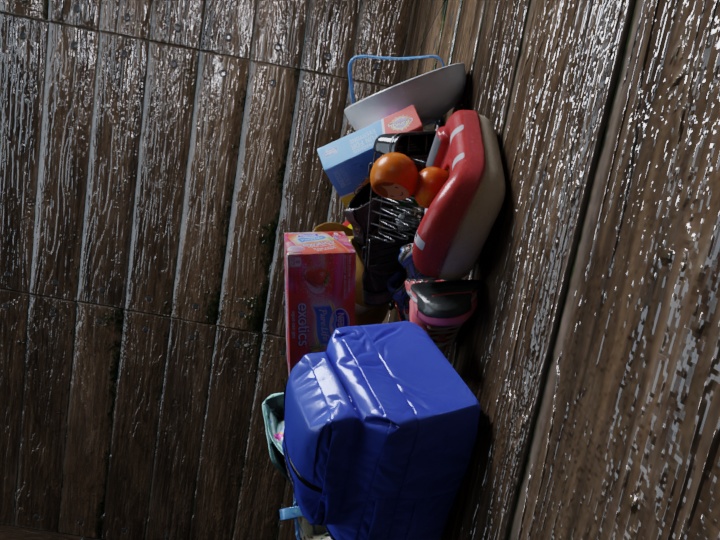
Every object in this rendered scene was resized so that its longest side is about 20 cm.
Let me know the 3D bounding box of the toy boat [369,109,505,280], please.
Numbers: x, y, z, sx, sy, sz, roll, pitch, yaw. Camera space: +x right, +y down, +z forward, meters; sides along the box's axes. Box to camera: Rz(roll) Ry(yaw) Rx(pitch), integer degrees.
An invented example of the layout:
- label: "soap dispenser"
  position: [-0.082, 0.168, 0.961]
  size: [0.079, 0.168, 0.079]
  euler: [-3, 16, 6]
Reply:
- label: "toy boat"
  position: [0.073, -0.087, 0.584]
  size: [0.202, 0.128, 0.132]
  euler: [-83, 6, -48]

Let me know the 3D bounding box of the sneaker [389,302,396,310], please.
- label: "sneaker"
  position: [0.079, 0.030, 1.073]
  size: [0.200, 0.070, 0.084]
  euler: [104, 151, -74]

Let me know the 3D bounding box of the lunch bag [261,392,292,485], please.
- label: "lunch bag"
  position: [-0.061, 0.284, 0.853]
  size: [0.122, 0.198, 0.172]
  euler: [-51, -34, -25]

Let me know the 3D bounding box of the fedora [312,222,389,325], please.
- label: "fedora"
  position: [0.000, 0.000, 0.927]
  size: [0.081, 0.199, 0.203]
  euler: [-25, 44, 39]

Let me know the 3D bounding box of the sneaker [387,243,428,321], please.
- label: "sneaker"
  position: [0.073, 0.033, 0.784]
  size: [0.076, 0.077, 0.202]
  euler: [-82, 3, -51]

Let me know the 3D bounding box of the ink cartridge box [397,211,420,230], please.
- label: "ink cartridge box"
  position: [0.044, -0.027, 1.157]
  size: [0.163, 0.057, 0.200]
  euler: [-47, -3, -14]

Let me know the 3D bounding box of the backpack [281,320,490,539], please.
- label: "backpack"
  position: [0.007, 0.173, 0.545]
  size: [0.163, 0.165, 0.203]
  euler: [-119, 31, -58]

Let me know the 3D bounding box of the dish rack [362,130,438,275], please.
- label: "dish rack"
  position: [0.069, -0.090, 0.756]
  size: [0.152, 0.054, 0.204]
  euler: [-15, -61, -43]

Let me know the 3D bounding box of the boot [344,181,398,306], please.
- label: "boot"
  position: [0.046, -0.061, 0.841]
  size: [0.200, 0.068, 0.177]
  euler: [-46, -47, -50]

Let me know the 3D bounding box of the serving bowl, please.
- label: "serving bowl"
  position: [0.076, -0.253, 0.864]
  size: [0.200, 0.197, 0.067]
  euler: [-91, -20, -77]

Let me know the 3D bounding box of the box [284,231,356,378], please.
- label: "box"
  position: [-0.060, 0.055, 0.793]
  size: [0.103, 0.093, 0.204]
  euler: [-119, 29, -68]

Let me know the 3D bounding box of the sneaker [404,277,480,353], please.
- label: "sneaker"
  position: [0.091, 0.053, 0.611]
  size: [0.200, 0.072, 0.089]
  euler: [-54, -40, -87]

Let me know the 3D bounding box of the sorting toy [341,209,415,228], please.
- label: "sorting toy"
  position: [0.013, -0.056, 1.187]
  size: [0.198, 0.069, 0.202]
  euler: [-24, -38, -51]

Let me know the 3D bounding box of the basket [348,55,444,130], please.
- label: "basket"
  position: [0.063, -0.291, 1.027]
  size: [0.140, 0.173, 0.204]
  euler: [-69, -19, -64]

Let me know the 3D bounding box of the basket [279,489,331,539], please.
- label: "basket"
  position: [-0.038, 0.415, 0.977]
  size: [0.201, 0.173, 0.141]
  euler: [75, -173, -63]

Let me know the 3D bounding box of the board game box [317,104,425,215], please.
- label: "board game box"
  position: [0.035, -0.147, 0.852]
  size: [0.200, 0.151, 0.041]
  euler: [55, -167, -64]
